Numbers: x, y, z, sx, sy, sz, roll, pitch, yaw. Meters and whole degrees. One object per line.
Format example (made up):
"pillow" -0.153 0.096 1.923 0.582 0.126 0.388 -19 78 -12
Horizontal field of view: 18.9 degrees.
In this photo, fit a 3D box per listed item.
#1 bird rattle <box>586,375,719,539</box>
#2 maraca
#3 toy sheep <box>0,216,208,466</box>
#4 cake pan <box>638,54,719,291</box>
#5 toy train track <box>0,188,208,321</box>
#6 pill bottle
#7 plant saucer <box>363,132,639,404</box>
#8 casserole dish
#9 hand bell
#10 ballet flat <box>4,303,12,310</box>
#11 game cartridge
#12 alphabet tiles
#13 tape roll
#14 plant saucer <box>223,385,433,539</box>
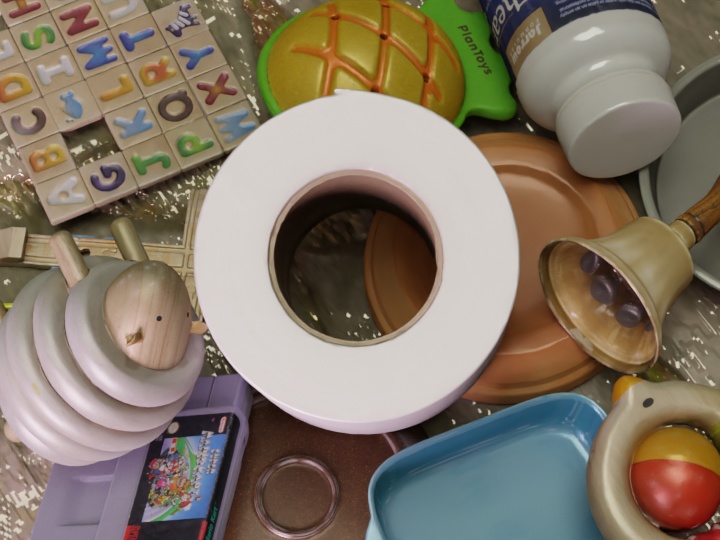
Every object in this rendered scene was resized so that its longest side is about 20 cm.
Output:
"bird rattle" 0.220 0.146 1.373 0.161 0.113 0.202 14 78 -3
"maraca" 0.022 -0.136 1.511 0.198 0.107 0.138 -17 67 -26
"toy sheep" -0.170 0.054 1.361 0.137 0.200 0.139 19 52 -27
"cake pan" 0.290 -0.061 1.494 0.198 0.037 0.202 -1 65 3
"toy train track" -0.157 -0.013 1.502 0.198 0.033 0.116 4 66 6
"pill bottle" 0.149 -0.167 1.498 0.110 0.111 0.201 -17 58 -4
"plant saucer" 0.100 -0.009 1.483 0.198 0.038 0.202 -1 65 2
"casserole dish" 0.093 0.156 1.390 0.198 0.039 0.122 -20 72 -19
"hand bell" 0.221 -0.032 1.433 0.104 0.104 0.200 42 63 19
"ballet flat" -0.230 0.044 1.458 0.198 0.067 0.067 -6 64 3
"game cartridge" -0.144 0.150 1.377 0.128 0.039 0.201 -9 43 21
"alphabet tiles" -0.184 -0.143 1.567 0.166 0.008 0.201 -23 64 -13
"tape roll" 0.000 0.000 1.369 0.200 0.139 0.205 0 82 2
"plant saucer" -0.041 0.153 1.422 0.198 0.032 0.202 -1 65 2
